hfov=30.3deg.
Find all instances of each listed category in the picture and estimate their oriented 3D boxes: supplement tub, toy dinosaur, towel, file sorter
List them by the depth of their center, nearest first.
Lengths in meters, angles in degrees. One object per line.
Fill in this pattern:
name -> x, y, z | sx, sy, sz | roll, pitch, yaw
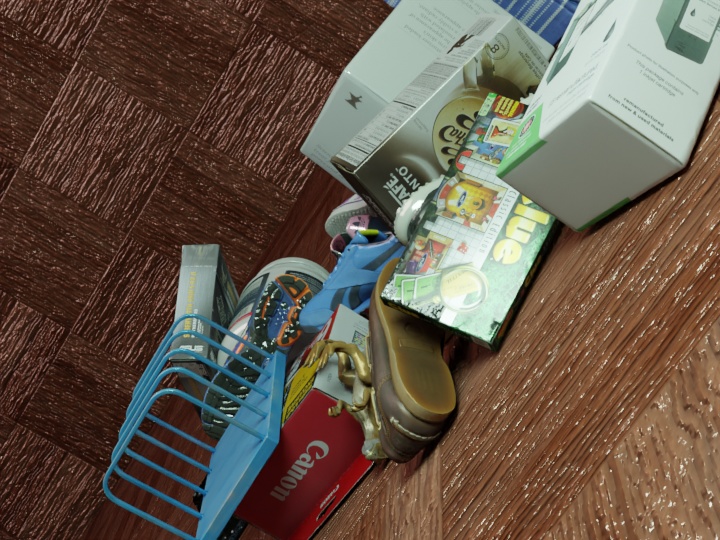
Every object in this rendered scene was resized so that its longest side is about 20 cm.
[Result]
toy dinosaur -> 0.009, 0.089, 1.208 | 0.060, 0.106, 0.201 | -42, 25, 49
file sorter -> -0.159, 0.148, 1.294 | 0.139, 0.122, 0.200 | -57, 11, 16
towel -> 0.129, -0.292, 1.444 | 0.145, 0.199, 0.024 | -48, 15, 57
supplement tub -> -0.094, 0.080, 1.648 | 0.141, 0.140, 0.200 | -55, 9, 24

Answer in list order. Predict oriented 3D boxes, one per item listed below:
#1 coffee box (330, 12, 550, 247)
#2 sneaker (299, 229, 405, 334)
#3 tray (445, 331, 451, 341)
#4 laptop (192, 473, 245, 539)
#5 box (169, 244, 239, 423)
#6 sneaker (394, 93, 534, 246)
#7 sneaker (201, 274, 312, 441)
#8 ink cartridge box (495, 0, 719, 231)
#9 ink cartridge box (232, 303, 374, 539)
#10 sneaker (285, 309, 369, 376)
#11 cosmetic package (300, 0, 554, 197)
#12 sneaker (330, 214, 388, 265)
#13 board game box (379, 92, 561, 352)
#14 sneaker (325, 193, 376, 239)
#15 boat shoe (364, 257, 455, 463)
coffee box -> 0.086, -0.122, 1.202 | 0.200, 0.113, 0.080 | -45, 21, -4
sneaker -> 0.000, 0.000, 1.400 | 0.199, 0.079, 0.066 | -30, 10, 35
tray -> 0.105, -0.031, 1.238 | 0.099, 0.037, 0.201 | -52, 10, 38
laptop -> -0.124, 0.247, 1.693 | 0.178, 0.103, 0.200 | -58, 34, 8
box -> -0.186, 0.085, 1.662 | 0.200, 0.048, 0.160 | 77, -168, -60
sneaker -> 0.132, -0.067, 1.124 | 0.200, 0.070, 0.099 | -41, 44, -5
sneaker -> -0.113, 0.102, 1.492 | 0.201, 0.075, 0.078 | -59, 3, -7
ink cartridge box -> 0.194, -0.147, 0.951 | 0.201, 0.084, 0.146 | -62, 10, -25
ink cartridge box -> -0.051, 0.165, 1.295 | 0.200, 0.083, 0.176 | -53, 11, 34
sneaker -> -0.049, 0.124, 1.473 | 0.201, 0.071, 0.113 | -56, 6, 8
cosmetic package -> 0.070, -0.180, 1.414 | 0.200, 0.164, 0.165 | -53, 1, -31
sneaker -> -0.003, -0.015, 1.618 | 0.200, 0.081, 0.071 | 125, 162, -58
board game box -> 0.106, -0.043, 1.065 | 0.201, 0.104, 0.023 | -62, -23, -15
sneaker -> 0.039, -0.100, 1.644 | 0.200, 0.073, 0.115 | -27, 31, 49
boat shoe -> 0.034, 0.071, 1.105 | 0.201, 0.070, 0.071 | -88, 21, -53
